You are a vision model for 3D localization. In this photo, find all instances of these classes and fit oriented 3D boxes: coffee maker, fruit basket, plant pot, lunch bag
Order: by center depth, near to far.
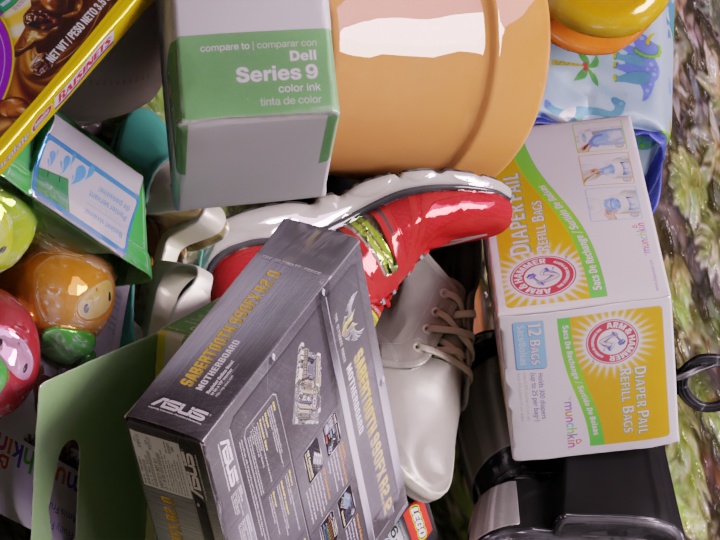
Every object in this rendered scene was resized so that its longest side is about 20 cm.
[{"bbox_3d":[-0.175,0.015,1.428,0.185,0.094,0.201,37,50,-45],"label":"fruit basket"},{"bbox_3d":[-0.007,-0.136,1.667,0.140,0.200,0.201,-9,86,-41],"label":"plant pot"},{"bbox_3d":[0.149,0.129,1.741,0.200,0.192,0.135,-92,160,-54],"label":"coffee maker"},{"bbox_3d":[0.142,-0.116,1.906,0.200,0.127,0.170,110,-13,-63],"label":"lunch bag"}]

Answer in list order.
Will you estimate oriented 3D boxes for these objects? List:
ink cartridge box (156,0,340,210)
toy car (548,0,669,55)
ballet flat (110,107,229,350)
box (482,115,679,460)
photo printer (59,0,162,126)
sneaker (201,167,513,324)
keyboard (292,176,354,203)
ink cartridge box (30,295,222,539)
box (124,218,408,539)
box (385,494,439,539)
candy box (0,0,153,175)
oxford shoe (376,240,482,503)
[{"bbox_3d":[-0.063,-0.149,1.479,0.145,0.087,0.201,103,-19,-73],"label":"ink cartridge box"},{"bbox_3d":[0.129,-0.228,1.758,0.150,0.175,0.201,98,-24,-79],"label":"toy car"},{"bbox_3d":[-0.105,-0.003,1.564,0.067,0.070,0.201,36,50,-45],"label":"ballet flat"},{"bbox_3d":[0.128,0.008,1.725,0.200,0.101,0.113,-94,177,-54],"label":"box"},{"bbox_3d":[-0.176,-0.175,1.516,0.166,0.069,0.201,3,76,-56],"label":"photo printer"},{"bbox_3d":[0.000,0.000,1.643,0.199,0.077,0.085,-16,72,-17],"label":"sneaker"},{"bbox_3d":[-0.025,0.012,1.728,0.104,0.040,0.200,49,38,0],"label":"keyboard"},{"bbox_3d":[-0.094,0.100,1.480,0.200,0.048,0.146,-29,128,-58],"label":"ink cartridge box"},{"bbox_3d":[-0.044,0.099,1.471,0.158,0.048,0.200,-54,147,-38],"label":"box"},{"bbox_3d":[0.018,0.241,1.666,0.137,0.040,0.200,-47,127,-51],"label":"box"},{"bbox_3d":[-0.195,-0.099,1.386,0.200,0.102,0.026,-52,167,-26],"label":"candy box"},{"bbox_3d":[0.040,0.043,1.695,0.075,0.058,0.200,34,45,-36],"label":"oxford shoe"}]
